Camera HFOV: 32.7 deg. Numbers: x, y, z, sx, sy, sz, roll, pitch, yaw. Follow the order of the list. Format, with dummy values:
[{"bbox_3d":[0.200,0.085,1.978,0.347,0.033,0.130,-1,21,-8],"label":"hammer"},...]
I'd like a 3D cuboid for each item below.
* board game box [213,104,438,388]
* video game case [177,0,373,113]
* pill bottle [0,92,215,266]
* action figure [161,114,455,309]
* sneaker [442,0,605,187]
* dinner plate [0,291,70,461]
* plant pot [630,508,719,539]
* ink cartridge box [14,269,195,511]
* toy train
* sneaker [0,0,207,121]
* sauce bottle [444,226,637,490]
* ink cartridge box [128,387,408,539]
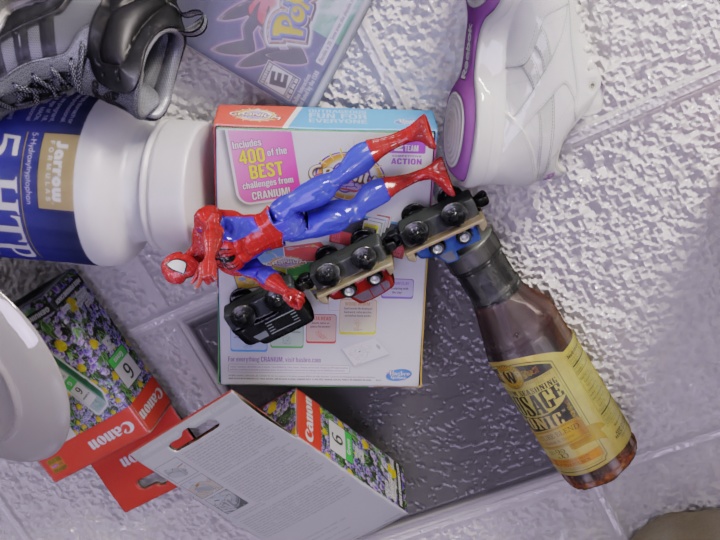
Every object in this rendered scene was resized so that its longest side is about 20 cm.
[{"bbox_3d":[-0.026,-0.013,0.865,0.151,0.040,0.202,2,116,-3],"label":"board game box"},{"bbox_3d":[-0.066,-0.228,0.802,0.181,0.023,0.201,30,118,-2],"label":"video game case"},{"bbox_3d":[-0.203,-0.065,0.858,0.197,0.120,0.121,4,116,11],"label":"pill bottle"},{"bbox_3d":[-0.036,-0.021,0.779,0.198,0.100,0.066,-21,129,8],"label":"action figure"},{"bbox_3d":[0.113,-0.150,0.783,0.098,0.075,0.202,3,115,-16],"label":"sneaker"},{"bbox_3d":[-0.304,0.071,0.923,0.198,0.024,0.202,18,131,23],"label":"dinner plate"},{"bbox_3d":[0.249,0.278,0.877,0.198,0.184,0.203,5,116,11],"label":"plant pot"},{"bbox_3d":[-0.217,0.111,0.975,0.108,0.050,0.201,-28,105,24],"label":"ink cartridge box"},{"bbox_3d":[0.000,0.000,0.830,0.198,0.034,0.046,-26,119,11],"label":"toy train"},{"bbox_3d":[-0.190,-0.125,0.777,0.200,0.076,0.114,-44,76,-2],"label":"sneaker"},{"bbox_3d":[0.125,0.062,0.872,0.066,0.066,0.201,-29,105,24],"label":"sauce bottle"},{"bbox_3d":[-0.066,0.144,0.923,0.108,0.051,0.200,-31,128,24],"label":"ink cartridge box"}]
